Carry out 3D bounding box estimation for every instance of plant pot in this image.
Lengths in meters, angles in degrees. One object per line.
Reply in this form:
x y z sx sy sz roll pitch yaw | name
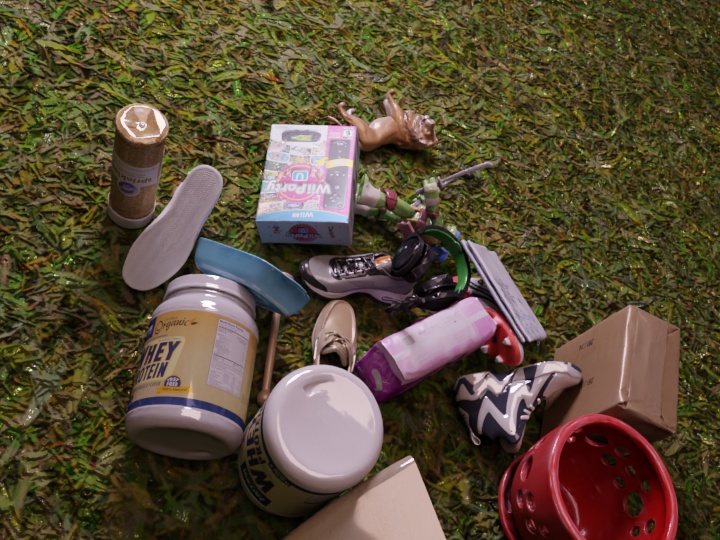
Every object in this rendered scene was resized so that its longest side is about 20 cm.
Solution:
0.298 0.323 0.953 0.198 0.183 0.203 12 57 -19 | plant pot
-0.002 0.360 0.800 0.175 0.201 0.202 -16 68 -18 | plant pot

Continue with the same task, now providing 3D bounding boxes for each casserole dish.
-0.156 0.012 0.947 0.039 0.199 0.121 -58 137 -15 | casserole dish

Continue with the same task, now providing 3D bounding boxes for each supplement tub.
-0.069 0.216 0.840 0.143 0.200 0.147 11 57 -18 | supplement tub
-0.206 0.122 0.870 0.143 0.145 0.202 14 56 -16 | supplement tub

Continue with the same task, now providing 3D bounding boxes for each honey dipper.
-0.124 0.098 0.990 0.037 0.038 0.202 13 59 -17 | honey dipper

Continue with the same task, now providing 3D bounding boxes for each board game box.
-0.080 -0.140 1.104 0.145 0.065 0.202 1 58 4 | board game box

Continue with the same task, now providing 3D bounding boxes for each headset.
0.103 0.006 1.020 0.200 0.094 0.124 -40 97 -39 | headset

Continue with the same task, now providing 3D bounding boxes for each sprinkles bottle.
-0.308 -0.138 0.942 0.067 0.200 0.069 11 57 -17 | sprinkles bottle

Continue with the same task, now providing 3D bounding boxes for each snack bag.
0.244 0.037 1.124 0.190 0.021 0.199 60 19 18 | snack bag

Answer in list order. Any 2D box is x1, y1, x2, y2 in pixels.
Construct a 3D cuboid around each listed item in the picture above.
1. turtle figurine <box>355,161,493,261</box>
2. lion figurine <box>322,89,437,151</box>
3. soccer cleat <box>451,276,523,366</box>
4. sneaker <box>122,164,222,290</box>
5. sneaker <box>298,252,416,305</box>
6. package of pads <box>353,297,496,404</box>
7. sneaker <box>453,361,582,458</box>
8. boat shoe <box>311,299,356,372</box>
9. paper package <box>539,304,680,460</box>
0.090 -0.128 1.156 0.191 0.202 0.144 15 22 -10 | turtle figurine
0.040 -0.257 1.260 0.198 0.072 0.124 -21 84 -17 | lion figurine
0.210 0.074 1.101 0.084 0.069 0.200 -6 36 -28 | soccer cleat
-0.265 -0.062 0.998 0.073 0.116 0.201 37 88 -13 | sneaker
0.000 0.000 1.071 0.197 0.080 0.075 6 52 -21 | sneaker
0.096 0.118 1.023 0.198 0.121 0.076 -22 72 -33 | package of pads
0.247 0.215 1.042 0.196 0.080 0.131 -6 72 -6 | sneaker
-0.037 0.122 0.993 0.071 0.065 0.202 21 53 -11 | boat shoe
0.388 0.181 1.066 0.103 0.200 0.192 28 54 -6 | paper package
